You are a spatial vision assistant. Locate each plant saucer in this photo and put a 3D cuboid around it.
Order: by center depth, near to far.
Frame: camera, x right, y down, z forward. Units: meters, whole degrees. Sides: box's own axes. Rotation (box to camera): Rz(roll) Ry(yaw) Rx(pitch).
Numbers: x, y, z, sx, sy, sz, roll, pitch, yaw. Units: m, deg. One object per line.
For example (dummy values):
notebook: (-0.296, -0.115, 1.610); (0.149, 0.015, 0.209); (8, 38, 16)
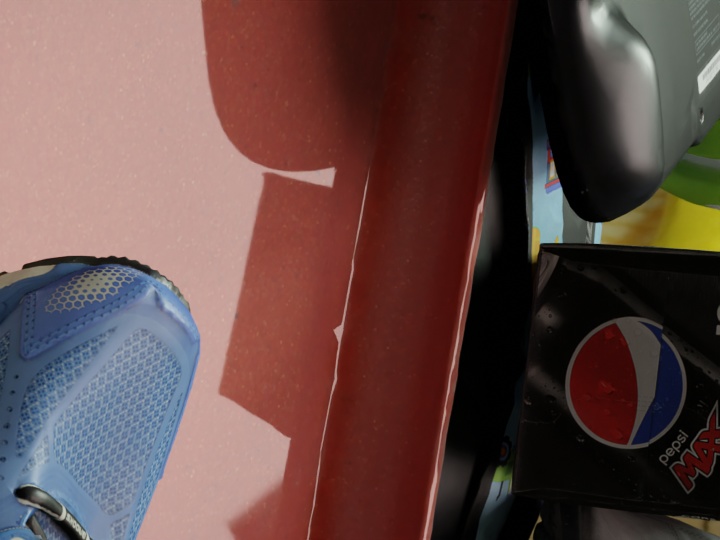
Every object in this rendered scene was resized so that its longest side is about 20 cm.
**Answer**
plant saucer: (-0.048, -0.008, 0.651); (0.200, 0.037, 0.200); (7, 93, -49)

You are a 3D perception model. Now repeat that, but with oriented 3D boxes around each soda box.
soda box: (0.094, 0.032, 0.805); (0.200, 0.063, 0.071); (10, 86, -76)

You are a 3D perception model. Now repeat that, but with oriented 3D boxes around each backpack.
backpack: (0.000, 0.000, 0.819); (0.183, 0.134, 0.201); (-12, 110, -74)

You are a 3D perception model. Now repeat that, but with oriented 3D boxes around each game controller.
game controller: (0.080, -0.086, 0.758); (0.200, 0.042, 0.105); (-45, 136, -61)

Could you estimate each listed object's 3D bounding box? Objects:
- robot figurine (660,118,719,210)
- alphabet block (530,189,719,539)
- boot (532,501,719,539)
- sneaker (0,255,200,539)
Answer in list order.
robot figurine: (0.131, -0.102, 0.937); (0.200, 0.175, 0.116); (81, 1, -49)
alphabet block: (0.118, 0.016, 1.324); (0.200, 0.196, 0.196); (82, 19, -59)
boot: (0.111, 0.107, 0.818); (0.200, 0.131, 0.070); (-39, 144, -79)
sneaker: (-0.072, 0.090, 0.547); (0.079, 0.089, 0.200); (43, 61, -45)
